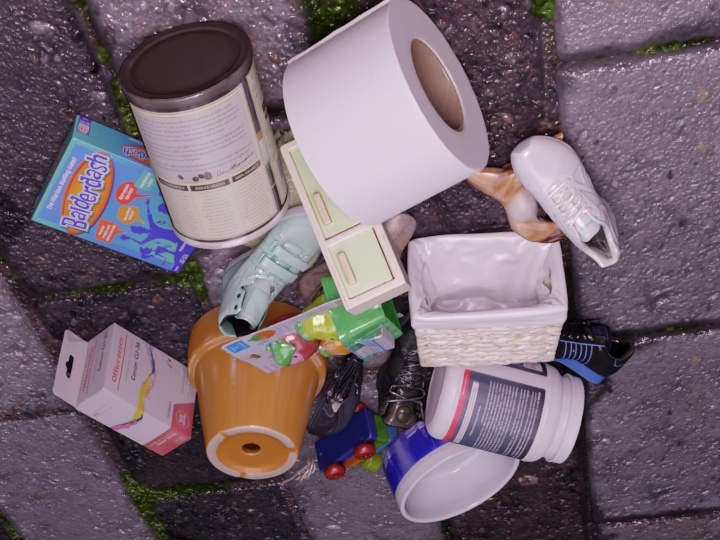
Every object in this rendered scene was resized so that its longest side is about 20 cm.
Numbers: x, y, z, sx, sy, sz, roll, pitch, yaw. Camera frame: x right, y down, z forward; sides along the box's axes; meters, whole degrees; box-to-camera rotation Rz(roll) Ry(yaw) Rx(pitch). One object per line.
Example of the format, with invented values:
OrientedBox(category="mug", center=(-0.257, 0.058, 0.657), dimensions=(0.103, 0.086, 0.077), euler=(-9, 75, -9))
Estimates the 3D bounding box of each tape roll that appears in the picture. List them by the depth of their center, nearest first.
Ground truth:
OrientedBox(category="tape roll", center=(0.029, -0.167, 1.294), dimensions=(0.138, 0.205, 0.203), euler=(-27, 132, 25))

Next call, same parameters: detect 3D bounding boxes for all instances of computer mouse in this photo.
OrientedBox(category="computer mouse", center=(-0.025, 0.180, 1.729), dimensions=(0.052, 0.139, 0.201), euler=(28, 143, 1))

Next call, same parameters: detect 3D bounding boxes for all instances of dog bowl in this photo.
OrientedBox(category="dog bowl", center=(0.136, 0.290, 1.830), dimensions=(0.197, 0.079, 0.201), euler=(-18, 143, -14))

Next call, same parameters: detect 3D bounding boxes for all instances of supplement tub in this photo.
OrientedBox(category="supplement tub", center=(0.200, 0.186, 1.706), dimensions=(0.197, 0.142, 0.141), euler=(15, 136, -5))

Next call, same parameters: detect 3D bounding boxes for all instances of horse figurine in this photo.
OrientedBox(category="horse figurine", center=(0.214, -0.092, 1.491), dimensions=(0.131, 0.050, 0.201), euler=(-26, 129, 15))

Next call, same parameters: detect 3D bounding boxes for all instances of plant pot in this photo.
OrientedBox(category="plant pot", center=(-0.143, 0.174, 1.670), dimensions=(0.197, 0.185, 0.202), euler=(-1, 137, -1))

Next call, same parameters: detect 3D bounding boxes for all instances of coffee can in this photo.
OrientedBox(category="coffee can", center=(-0.167, -0.146, 1.336), dimensions=(0.144, 0.148, 0.202), euler=(-7, 131, 7))

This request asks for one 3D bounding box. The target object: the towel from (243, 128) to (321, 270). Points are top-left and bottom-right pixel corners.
OrientedBox(category="towel", center=(-0.080, -0.084, 1.502), dimensions=(0.147, 0.037, 0.200), euler=(22, 132, -22))

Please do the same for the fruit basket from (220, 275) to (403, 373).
OrientedBox(category="fruit basket", center=(-0.051, 0.081, 1.492), dimensions=(0.198, 0.095, 0.185), euler=(-27, 161, 6))

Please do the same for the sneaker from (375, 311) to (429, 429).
OrientedBox(category="sneaker", center=(0.072, 0.146, 1.698), dimensions=(0.075, 0.115, 0.201), euler=(10, 134, -15))

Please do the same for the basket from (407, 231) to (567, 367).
OrientedBox(category="basket", center=(0.161, 0.042, 1.571), dimensions=(0.197, 0.137, 0.124), euler=(-3, 140, 3))

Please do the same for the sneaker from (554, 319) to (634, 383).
OrientedBox(category="sneaker", center=(0.293, 0.092, 1.681), dimensions=(0.198, 0.071, 0.078), euler=(23, 130, -33))

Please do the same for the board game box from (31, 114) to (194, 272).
OrientedBox(category="board game box", center=(-0.282, -0.089, 1.486), dimensions=(0.198, 0.045, 0.152), euler=(21, 133, -21))

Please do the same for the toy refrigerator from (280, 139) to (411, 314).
OrientedBox(category="toy refrigerator", center=(-0.017, -0.059, 1.373), dimensions=(0.075, 0.202, 0.070), euler=(-23, 170, 6))

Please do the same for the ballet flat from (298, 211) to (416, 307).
OrientedBox(category="ballet flat", center=(0.000, 0.000, 1.571), dimensions=(0.068, 0.068, 0.199), euler=(25, 132, -37))

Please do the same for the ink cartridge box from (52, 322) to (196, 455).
OrientedBox(category="ink cartridge box", center=(-0.325, 0.158, 1.699), dimensions=(0.067, 0.118, 0.199), euler=(-31, 130, 30))

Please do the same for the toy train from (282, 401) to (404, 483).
OrientedBox(category="toy train", center=(-0.018, 0.287, 1.880), dimensions=(0.115, 0.086, 0.199), euler=(19, 135, -39))

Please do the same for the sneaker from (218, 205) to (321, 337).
OrientedBox(category="sneaker", center=(-0.102, 0.010, 1.488), dimensions=(0.073, 0.119, 0.200), euler=(31, 131, -26))

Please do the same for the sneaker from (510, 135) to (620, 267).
OrientedBox(category="sneaker", center=(0.250, -0.082, 1.427), dimensions=(0.070, 0.081, 0.200), euler=(-37, 123, 18))
